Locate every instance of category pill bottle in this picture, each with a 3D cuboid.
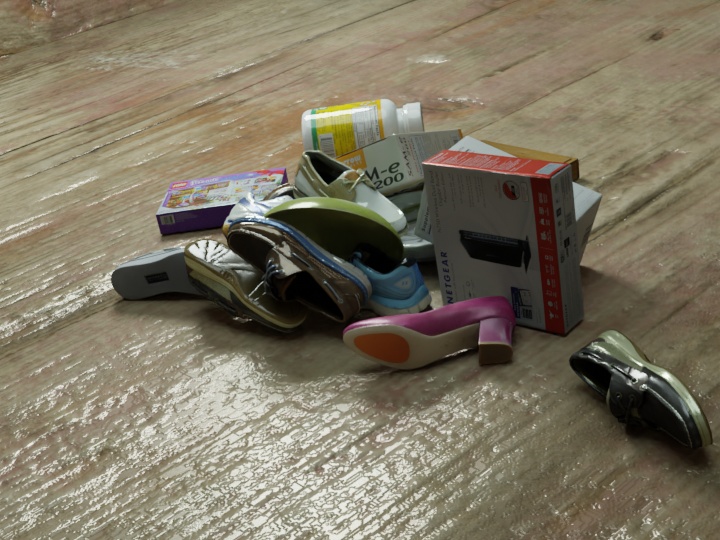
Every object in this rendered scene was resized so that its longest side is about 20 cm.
[{"bbox_3d":[0.008,-0.229,1.908,0.199,0.113,0.113,-7,25,6],"label":"pill bottle"}]

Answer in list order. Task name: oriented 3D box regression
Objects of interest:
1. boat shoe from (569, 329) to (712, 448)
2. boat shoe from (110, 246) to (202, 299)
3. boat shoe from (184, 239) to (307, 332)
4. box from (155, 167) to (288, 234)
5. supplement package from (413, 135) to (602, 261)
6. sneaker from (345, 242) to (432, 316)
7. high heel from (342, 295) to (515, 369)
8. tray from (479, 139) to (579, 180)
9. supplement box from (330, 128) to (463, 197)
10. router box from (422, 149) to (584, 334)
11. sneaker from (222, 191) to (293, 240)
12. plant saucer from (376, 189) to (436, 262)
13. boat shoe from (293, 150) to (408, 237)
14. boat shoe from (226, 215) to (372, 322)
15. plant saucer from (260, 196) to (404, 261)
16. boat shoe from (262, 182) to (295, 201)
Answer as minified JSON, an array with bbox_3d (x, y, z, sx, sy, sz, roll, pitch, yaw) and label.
[{"bbox_3d":[0.277,0.127,1.131,0.065,0.073,0.200,-26,24,-7],"label":"boat shoe"},{"bbox_3d":[-0.252,-0.007,1.580,0.199,0.074,0.065,-2,26,19],"label":"boat shoe"},{"bbox_3d":[-0.149,0.028,1.468,0.200,0.065,0.073,34,46,29],"label":"boat shoe"},{"bbox_3d":[-0.221,-0.114,1.835,0.199,0.039,0.137,-7,26,6],"label":"box"},{"bbox_3d":[0.186,-0.072,1.445,0.200,0.114,0.110,28,39,21],"label":"supplement package"},{"bbox_3d":[0.000,0.000,1.458,0.200,0.090,0.078,6,29,31],"label":"sneaker"},{"bbox_3d":[0.081,0.060,1.318,0.199,0.067,0.096,-2,37,6],"label":"high heel"},{"bbox_3d":[0.234,-0.162,1.777,0.099,0.037,0.200,-28,30,-34],"label":"tray"},{"bbox_3d":[0.063,-0.154,1.674,0.126,0.074,0.200,-18,-2,35],"label":"supplement box"},{"bbox_3d":[0.171,-0.036,1.347,0.179,0.200,0.049,11,32,39],"label":"router box"},{"bbox_3d":[-0.093,-0.067,1.597,0.200,0.075,0.088,13,58,13],"label":"sneaker"},{"bbox_3d":[0.091,-0.056,1.590,0.200,0.050,0.200,-8,26,4],"label":"plant saucer"},{"bbox_3d":[-0.018,-0.105,1.561,0.200,0.069,0.075,27,39,32],"label":"boat shoe"},{"bbox_3d":[-0.085,-0.002,1.397,0.200,0.072,0.072,25,44,11],"label":"boat shoe"},{"bbox_3d":[-0.040,-0.047,1.470,0.199,0.200,0.031,-1,64,17],"label":"plant saucer"},{"bbox_3d":[-0.058,-0.112,1.719,0.200,0.076,0.072,-6,14,-26],"label":"boat shoe"}]
